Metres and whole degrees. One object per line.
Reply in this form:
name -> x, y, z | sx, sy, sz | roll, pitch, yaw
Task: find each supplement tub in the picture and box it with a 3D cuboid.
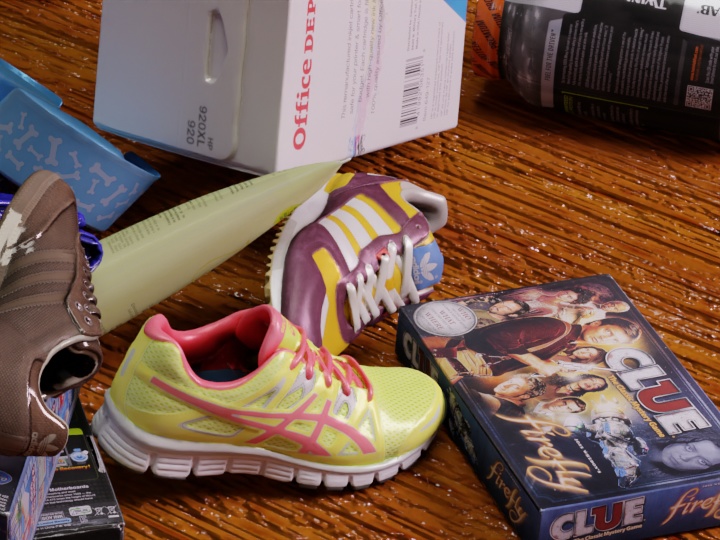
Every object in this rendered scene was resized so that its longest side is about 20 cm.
supplement tub -> 0.179, -0.157, 1.865 | 0.200, 0.123, 0.123 | 11, 33, 10

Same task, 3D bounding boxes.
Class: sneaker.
sneaker -> -0.161, 0.027, 1.406 | 0.075, 0.070, 0.200 | 25, 36, -5
sneaker -> -0.039, 0.061, 1.514 | 0.200, 0.090, 0.078 | 0, 30, -28
sneaker -> 0.000, 0.000, 1.640 | 0.090, 0.075, 0.200 | 3, 33, 9

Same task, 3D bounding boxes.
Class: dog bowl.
dog bowl -> -0.207, -0.087, 1.731 | 0.200, 0.050, 0.111 | 35, 4, 39

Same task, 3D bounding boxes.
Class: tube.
tube -> -0.096, -0.016, 1.607 | 0.200, 0.052, 0.058 | -28, 45, -7

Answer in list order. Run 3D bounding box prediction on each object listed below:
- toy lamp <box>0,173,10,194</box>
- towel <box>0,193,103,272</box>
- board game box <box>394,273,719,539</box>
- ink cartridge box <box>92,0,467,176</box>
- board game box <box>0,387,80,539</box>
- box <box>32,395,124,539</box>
toy lamp -> -0.308, -0.062, 1.713 | 0.200, 0.058, 0.058 | 14, 34, 12
towel -> -0.256, -0.025, 1.570 | 0.148, 0.050, 0.200 | 5, -2, -43
board game box -> 0.118, 0.076, 1.573 | 0.135, 0.035, 0.200 | -9, 35, -20
ink cartridge box -> -0.046, -0.156, 1.757 | 0.144, 0.148, 0.200 | 15, 19, 32
board game box -> -0.225, 0.067, 1.436 | 0.200, 0.062, 0.200 | 14, 33, 14
box -> -0.238, 0.103, 1.477 | 0.200, 0.048, 0.193 | -7, 32, -16
